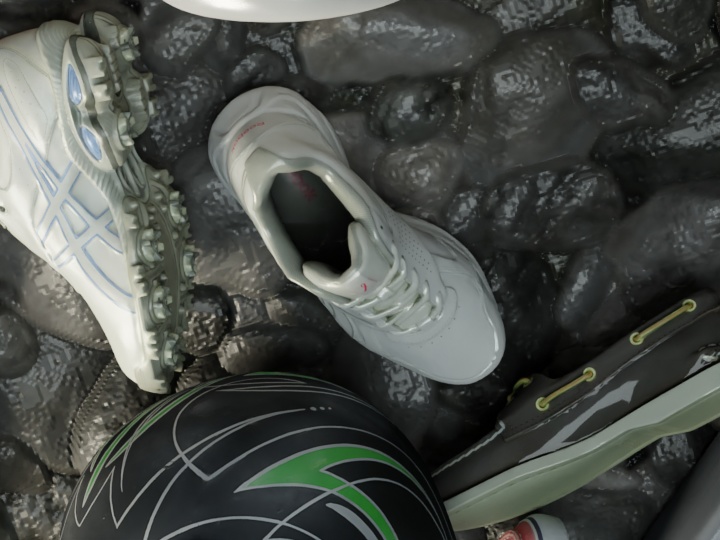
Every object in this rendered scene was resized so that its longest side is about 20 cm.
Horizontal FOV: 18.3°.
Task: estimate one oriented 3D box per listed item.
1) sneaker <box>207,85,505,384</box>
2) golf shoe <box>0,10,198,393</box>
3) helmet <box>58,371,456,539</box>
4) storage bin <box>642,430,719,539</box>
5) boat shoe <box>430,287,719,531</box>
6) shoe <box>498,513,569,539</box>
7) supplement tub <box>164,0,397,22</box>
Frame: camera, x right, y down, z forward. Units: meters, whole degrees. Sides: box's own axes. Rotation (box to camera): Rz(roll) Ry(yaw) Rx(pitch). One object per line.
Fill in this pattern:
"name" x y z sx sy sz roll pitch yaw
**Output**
"sneaker" 0.000 0.000 1.129 0.200 0.099 0.078 41 103 -21
"golf shoe" -0.142 -0.030 1.126 0.097 0.078 0.200 -7 110 15
"helmet" -0.054 0.146 1.136 0.200 0.200 0.191 -35 103 9
"storage bin" 0.238 0.163 1.219 0.134 0.146 0.200 29 107 -7
"boat shoe" 0.117 0.078 1.203 0.201 0.061 0.072 -28 159 15
"shoe" 0.046 0.219 1.247 0.091 0.072 0.200 11 117 -18
"supplement tub" -0.036 -0.226 1.000 0.145 0.145 0.200 -5 115 -5
